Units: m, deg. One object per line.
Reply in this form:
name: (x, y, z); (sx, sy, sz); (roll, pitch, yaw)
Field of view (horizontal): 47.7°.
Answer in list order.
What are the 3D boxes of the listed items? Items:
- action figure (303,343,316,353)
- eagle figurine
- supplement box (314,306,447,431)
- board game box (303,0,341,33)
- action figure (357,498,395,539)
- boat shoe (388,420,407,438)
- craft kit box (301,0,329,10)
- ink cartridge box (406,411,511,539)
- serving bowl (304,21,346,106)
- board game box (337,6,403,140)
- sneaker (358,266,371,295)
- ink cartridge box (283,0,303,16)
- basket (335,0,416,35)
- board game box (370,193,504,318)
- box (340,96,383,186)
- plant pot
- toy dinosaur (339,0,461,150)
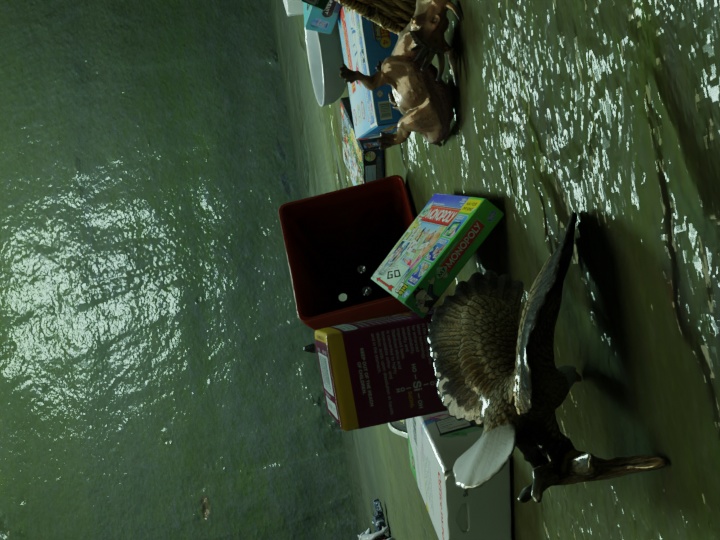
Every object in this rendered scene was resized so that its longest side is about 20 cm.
action figure: (-0.019, 0.121, 1.581); (0.193, 0.104, 0.201); (15, -132, -54)
eagle figurine: (0.130, 0.073, 0.644); (0.151, 0.151, 0.201); (32, -140, -73)
supplement box: (0.059, 0.099, 0.889); (0.131, 0.199, 0.104); (161, 99, -82)
board game box: (-0.051, -0.498, 1.267); (0.151, 0.047, 0.201); (122, 148, -54)
action figure: (0.036, 0.717, 2.150); (0.193, 0.104, 0.201); (168, 90, -72)
boat shoe: (0.093, 0.237, 1.297); (0.201, 0.071, 0.061); (-157, 61, -72)
craft kit box: (-0.044, -0.495, 1.129); (0.200, 0.048, 0.198); (-57, 37, 31)
ink cartridge box: (0.121, 0.248, 1.041); (0.200, 0.083, 0.146); (-116, 18, -64)
serving bowl: (-0.061, -0.425, 1.587); (0.200, 0.065, 0.201); (170, 90, -83)
board game box: (0.019, -0.305, 1.206); (0.196, 0.056, 0.201); (-156, 57, -81)
sneaker: (0.019, -0.044, 1.567); (0.083, 0.071, 0.201); (-33, -67, -62)
ink cartridge box: (-0.138, -0.670, 1.771); (0.145, 0.084, 0.201); (89, 169, -46)
basket: (-0.002, -0.363, 0.973); (0.200, 0.142, 0.150); (-109, 13, -49)
board game box: (0.078, -0.023, 0.911); (0.029, 0.135, 0.200); (37, 179, -11)
box: (0.002, -0.213, 1.492); (0.200, 0.037, 0.137); (-109, 12, -50)
plant pot: (0.000, 0.000, 1.281); (0.176, 0.199, 0.201); (72, -176, -63)
toy dinosaur: (0.071, -0.203, 0.916); (0.086, 0.135, 0.200); (-58, -46, -35)
